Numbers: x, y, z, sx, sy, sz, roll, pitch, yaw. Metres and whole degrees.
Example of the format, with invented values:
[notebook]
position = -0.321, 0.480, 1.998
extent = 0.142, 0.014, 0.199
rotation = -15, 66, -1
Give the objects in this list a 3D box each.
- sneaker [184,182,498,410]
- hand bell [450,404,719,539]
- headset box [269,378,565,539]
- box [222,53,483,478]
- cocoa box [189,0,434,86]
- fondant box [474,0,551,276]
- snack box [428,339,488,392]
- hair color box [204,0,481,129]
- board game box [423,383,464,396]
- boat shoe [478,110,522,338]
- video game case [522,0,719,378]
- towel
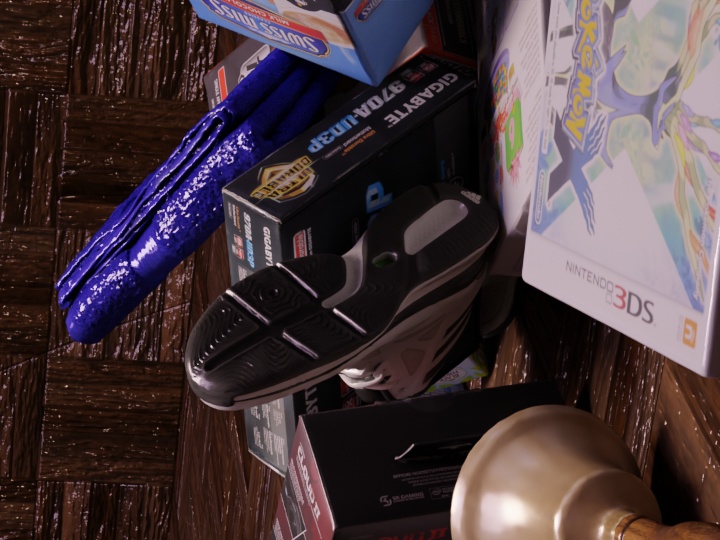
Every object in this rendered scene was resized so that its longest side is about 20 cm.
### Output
[sneaker]
position = -0.006, 0.045, 1.329
extent = 0.076, 0.200, 0.116
rotation = 37, 142, 32
[hand bell]
position = 0.125, 0.119, 1.121
extent = 0.200, 0.104, 0.105
rotation = -176, 89, -69
[headset box]
position = 0.034, 0.142, 1.384
extent = 0.200, 0.148, 0.077
rotation = 106, 151, -52
[box]
position = 0.000, 0.000, 1.413
extent = 0.046, 0.159, 0.201
rotation = 30, 141, 33
[cocoa box]
position = -0.008, -0.229, 1.379
extent = 0.200, 0.133, 0.131
rotation = -57, -29, -17
[fondant box]
position = 0.105, -0.115, 1.351
extent = 0.144, 0.058, 0.201
rotation = 113, 160, -64
[snack box]
position = 0.024, -0.041, 1.620
extent = 0.142, 0.053, 0.201
rotation = 48, -149, -48
[hair color box]
position = -0.009, -0.118, 1.507
extent = 0.200, 0.061, 0.102
rotation = -36, 52, 40
[board game box]
position = 0.036, 0.158, 1.666
extent = 0.200, 0.061, 0.201
rotation = -124, 38, -76
[boat shoe]
position = 0.072, -0.048, 1.568
extent = 0.068, 0.072, 0.201
rotation = 36, -141, -54
[video game case]
position = 0.130, -0.071, 1.152
extent = 0.182, 0.022, 0.201
rotation = -149, 62, -63
[towel]
position = -0.094, -0.056, 1.451
extent = 0.200, 0.050, 0.148
rotation = -42, 12, 36
